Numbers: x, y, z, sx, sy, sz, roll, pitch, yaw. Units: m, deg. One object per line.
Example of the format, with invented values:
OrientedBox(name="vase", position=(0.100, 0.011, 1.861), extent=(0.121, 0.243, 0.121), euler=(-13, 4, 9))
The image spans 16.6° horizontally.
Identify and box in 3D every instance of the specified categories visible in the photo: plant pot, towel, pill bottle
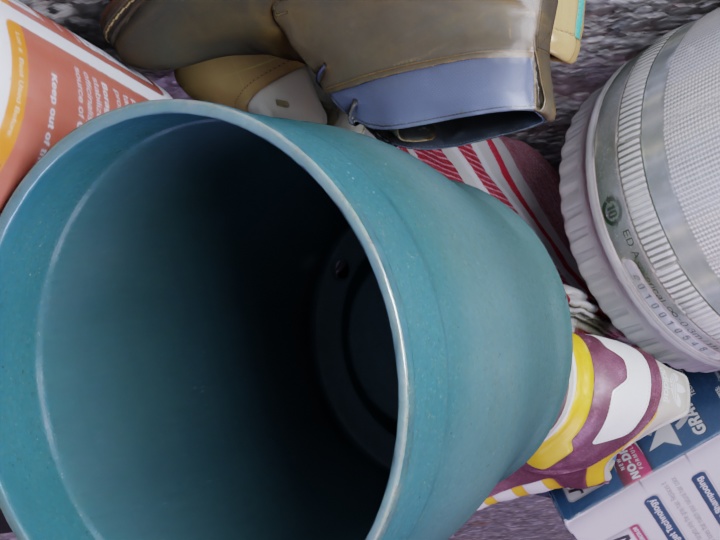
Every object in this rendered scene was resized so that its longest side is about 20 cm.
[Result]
OrientedBox(name="plant pot", position=(-0.017, 0.032, 0.964), extent=(0.199, 0.202, 0.188), euler=(-18, 175, 33))
OrientedBox(name="towel", position=(0.067, -0.030, 1.149), extent=(0.023, 0.144, 0.200), euler=(-44, 152, 15))
OrientedBox(name="pill bottle", position=(-0.136, -0.043, 1.011), extent=(0.112, 0.113, 0.200), euler=(-15, 157, 25))

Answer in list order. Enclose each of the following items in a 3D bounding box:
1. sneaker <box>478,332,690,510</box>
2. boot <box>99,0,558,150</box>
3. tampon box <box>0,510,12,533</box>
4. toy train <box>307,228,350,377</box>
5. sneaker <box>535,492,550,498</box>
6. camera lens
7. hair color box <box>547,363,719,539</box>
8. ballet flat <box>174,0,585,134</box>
OrientedBox(name="sneaker", position=(0.071, 0.083, 1.164), extent=(0.090, 0.076, 0.200), euler=(12, 159, -26))
OrientedBox(name="boot", position=(-0.013, -0.086, 0.968), extent=(0.199, 0.098, 0.075), euler=(-15, 165, 25))
OrientedBox(name="tampon box", position=(-0.234, 0.080, 1.388), extent=(0.198, 0.127, 0.150), euler=(-9, 165, 4))
OrientedBox(name="toy train", position=(0.000, 0.000, 1.169), extent=(0.085, 0.115, 0.200), euler=(-4, -171, 10))
OrientedBox(name="sneaker", position=(0.109, 0.059, 1.255), extent=(0.145, 0.077, 0.203), euler=(16, 153, -3))
OrientedBox(name="camera lens", position=(0.205, -0.050, 1.082), extent=(0.159, 0.161, 0.199), euler=(6, 159, -39))
OrientedBox(name="hair color box", position=(0.191, 0.078, 1.207), extent=(0.199, 0.061, 0.100), euler=(-31, 135, 6))
OrientedBox(name="ballet flat", position=(0.004, -0.088, 1.036), extent=(0.199, 0.064, 0.068), euler=(-17, 161, 31))
